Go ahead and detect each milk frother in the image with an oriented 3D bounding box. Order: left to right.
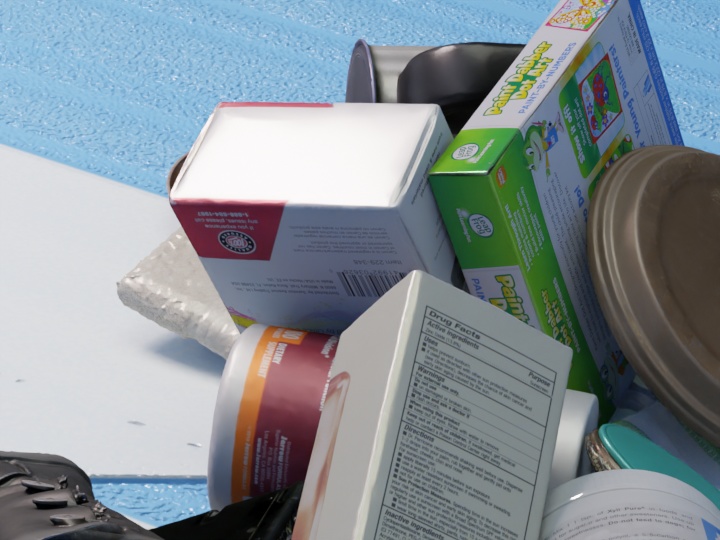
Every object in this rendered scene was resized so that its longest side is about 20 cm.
[{"bbox_3d":[0.090,-0.138,1.841,0.188,0.181,0.200,0,56,-10],"label":"milk frother"}]

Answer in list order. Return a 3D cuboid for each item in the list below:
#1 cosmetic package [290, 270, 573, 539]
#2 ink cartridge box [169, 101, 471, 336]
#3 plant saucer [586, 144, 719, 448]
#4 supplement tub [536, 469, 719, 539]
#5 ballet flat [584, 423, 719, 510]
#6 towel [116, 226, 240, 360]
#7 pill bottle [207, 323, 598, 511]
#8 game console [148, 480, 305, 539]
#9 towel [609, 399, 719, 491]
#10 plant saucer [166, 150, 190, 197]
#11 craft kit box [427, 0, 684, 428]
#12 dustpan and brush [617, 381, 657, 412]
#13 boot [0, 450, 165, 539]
[{"bbox_3d":[0.030,0.116,1.458,0.103,0.087,0.200,28,54,-17],"label":"cosmetic package"},{"bbox_3d":[0.000,0.000,1.668,0.147,0.200,0.086,2,51,26],"label":"ink cartridge box"},{"bbox_3d":[0.211,0.013,1.654,0.200,0.029,0.200,24,49,-30],"label":"plant saucer"},{"bbox_3d":[0.137,0.199,1.414,0.132,0.132,0.200,2,28,-4],"label":"supplement tub"},{"bbox_3d":[0.195,0.156,1.540,0.200,0.075,0.068,27,21,15],"label":"ballet flat"},{"bbox_3d":[-0.047,-0.008,1.849,0.132,0.035,0.200,28,46,21],"label":"towel"},{"bbox_3d":[0.025,0.099,1.613,0.200,0.114,0.114,9,27,10],"label":"pill bottle"},{"bbox_3d":[-0.057,0.207,1.497,0.176,0.117,0.200,-19,18,25],"label":"game console"},{"bbox_3d":[0.243,0.110,1.654,0.200,0.031,0.149,-23,63,-41],"label":"towel"},{"bbox_3d":[-0.031,-0.042,1.973,0.200,0.032,0.200,2,27,-1],"label":"plant saucer"},{"bbox_3d":[0.126,-0.031,1.676,0.048,0.200,0.198,0,37,31],"label":"craft kit box"},{"bbox_3d":[0.132,0.066,1.747,0.200,0.057,0.139,36,43,31],"label":"dustpan and brush"},{"bbox_3d":[-0.193,0.140,1.504,0.164,0.066,0.200,-5,14,-19],"label":"boot"}]
